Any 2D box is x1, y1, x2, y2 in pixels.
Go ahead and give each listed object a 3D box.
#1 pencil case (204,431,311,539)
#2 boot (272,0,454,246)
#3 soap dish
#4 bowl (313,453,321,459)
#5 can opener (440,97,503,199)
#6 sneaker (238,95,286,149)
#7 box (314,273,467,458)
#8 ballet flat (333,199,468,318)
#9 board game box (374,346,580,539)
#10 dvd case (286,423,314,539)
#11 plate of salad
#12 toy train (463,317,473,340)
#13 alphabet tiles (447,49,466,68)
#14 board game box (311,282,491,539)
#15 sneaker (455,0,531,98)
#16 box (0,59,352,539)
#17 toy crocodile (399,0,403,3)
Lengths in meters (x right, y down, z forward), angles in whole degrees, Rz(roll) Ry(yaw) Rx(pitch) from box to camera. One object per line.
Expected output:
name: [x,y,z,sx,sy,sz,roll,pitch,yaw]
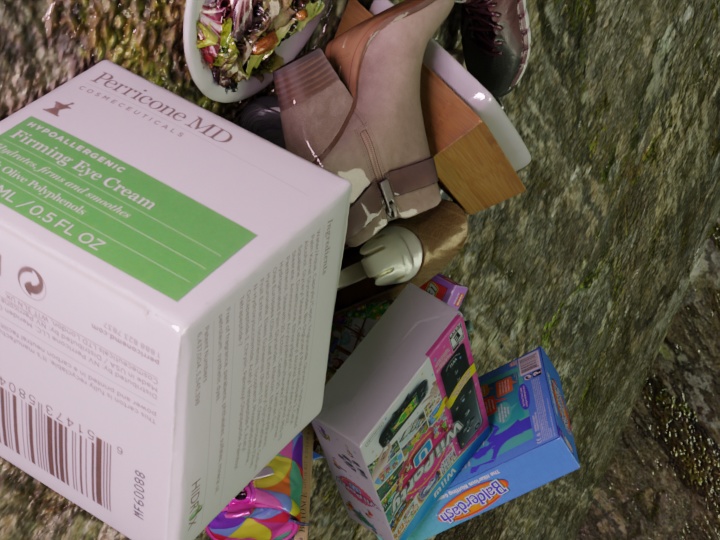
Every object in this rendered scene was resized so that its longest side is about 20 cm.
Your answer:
pencil case: [-0.084,0.126,1.193,0.088,0.088,0.200,86,3,-55]
boot: [0.023,-0.114,1.105,0.200,0.070,0.146,-33,102,-28]
soap dish: [0.058,-0.133,1.245,0.081,0.157,0.200,-45,159,2]
bowl: [0.014,0.135,1.477,0.200,0.039,0.201,-23,167,-6]
can opener: [0.075,-0.090,1.424,0.200,0.053,0.067,-59,158,-7]
sneaker: [-0.035,-0.098,1.184,0.074,0.085,0.200,-35,145,19]
box: [-0.005,0.074,1.358,0.200,0.137,0.039,-65,158,6]
ballet flat: [0.000,0.000,1.265,0.200,0.068,0.072,-24,179,27]
board game box: [0.102,0.170,1.400,0.045,0.200,0.152,56,16,-26]
dvd case: [-0.079,0.184,1.264,0.149,0.016,0.200,-44,-144,50]
plate of salad: [-0.054,-0.206,1.025,0.200,0.048,0.200,-50,157,-31]
toy train: [0.054,0.034,1.494,0.085,0.114,0.200,-21,169,13]
alphabet tiles: [0.075,-0.128,1.471,0.196,0.015,0.200,-23,136,-60]
board game box: [0.038,0.129,1.266,0.148,0.064,0.200,-49,151,-21]
sneaker: [0.101,-0.240,1.333,0.115,0.076,0.200,-32,134,-44]
box: [-0.137,0.020,0.891,0.171,0.199,0.200,-42,151,-44]
toy crocodile: [0.051,-0.281,1.171,0.067,0.062,0.200,-36,153,-22]
